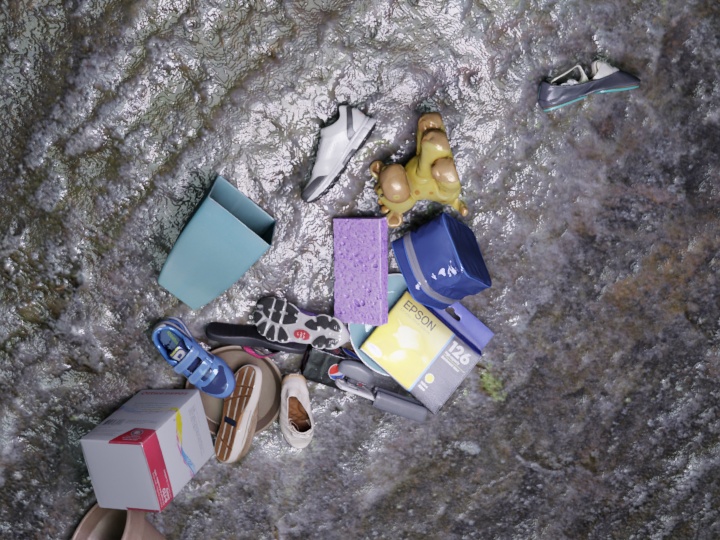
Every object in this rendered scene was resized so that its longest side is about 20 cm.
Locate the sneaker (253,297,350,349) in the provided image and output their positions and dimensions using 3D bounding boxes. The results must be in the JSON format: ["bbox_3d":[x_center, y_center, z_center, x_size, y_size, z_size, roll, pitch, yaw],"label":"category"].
[{"bbox_3d":[-0.113,0.110,1.622,0.198,0.083,0.082,17,87,17],"label":"sneaker"}]

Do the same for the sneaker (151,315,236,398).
[{"bbox_3d":[-0.322,0.171,1.600,0.200,0.082,0.074,41,93,3],"label":"sneaker"}]

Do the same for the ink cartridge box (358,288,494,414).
[{"bbox_3d":[0.132,0.138,1.635,0.197,0.047,0.201,40,86,-2],"label":"ink cartridge box"}]

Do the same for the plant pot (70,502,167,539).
[{"bbox_3d":[-0.462,0.571,1.681,0.200,0.201,0.174,-45,125,7],"label":"plant pot"}]

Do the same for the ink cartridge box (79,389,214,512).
[{"bbox_3d":[-0.392,0.330,1.580,0.143,0.200,0.147,-3,110,24],"label":"ink cartridge box"}]

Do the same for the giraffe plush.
[{"bbox_3d":[0.099,-0.172,1.562,0.160,0.174,0.201,-16,142,8],"label":"giraffe plush"}]

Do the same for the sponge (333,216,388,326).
[{"bbox_3d":[0.000,0.000,1.597,0.110,0.030,0.203,4,99,34],"label":"sponge"}]

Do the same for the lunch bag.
[{"bbox_3d":[0.148,-0.010,1.572,0.131,0.199,0.137,-26,69,21],"label":"lunch bag"}]

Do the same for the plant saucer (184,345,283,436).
[{"bbox_3d":[-0.249,0.240,1.680,0.197,0.030,0.203,-2,106,-6],"label":"plant saucer"}]

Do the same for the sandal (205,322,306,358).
[{"bbox_3d":[-0.203,0.140,1.639,0.197,0.075,0.046,8,111,-1],"label":"sandal"}]

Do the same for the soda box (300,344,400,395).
[{"bbox_3d":[-0.017,0.201,1.679,0.198,0.063,0.072,19,102,-13],"label":"soda box"}]

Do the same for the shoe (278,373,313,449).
[{"bbox_3d":[-0.128,0.291,1.667,0.069,0.054,0.202,-7,129,-5],"label":"shoe"}]

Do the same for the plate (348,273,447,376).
[{"bbox_3d":[0.073,0.108,1.663,0.197,0.026,0.203,0,86,-6],"label":"plate"}]

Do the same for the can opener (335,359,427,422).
[{"bbox_3d":[0.042,0.238,1.637,0.198,0.053,0.067,25,100,-14],"label":"can opener"}]

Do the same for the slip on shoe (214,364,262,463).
[{"bbox_3d":[-0.227,0.280,1.651,0.060,0.075,0.203,8,98,-50],"label":"slip on shoe"}]

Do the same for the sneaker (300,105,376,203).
[{"bbox_3d":[-0.055,-0.216,1.564,0.080,0.074,0.201,36,94,0],"label":"sneaker"}]

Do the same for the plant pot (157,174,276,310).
[{"bbox_3d":[-0.274,-0.040,1.545,0.141,0.142,0.200,39,105,-15],"label":"plant pot"}]

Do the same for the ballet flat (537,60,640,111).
[{"bbox_3d":[0.427,-0.354,1.578,0.197,0.073,0.074,-14,107,-1],"label":"ballet flat"}]
